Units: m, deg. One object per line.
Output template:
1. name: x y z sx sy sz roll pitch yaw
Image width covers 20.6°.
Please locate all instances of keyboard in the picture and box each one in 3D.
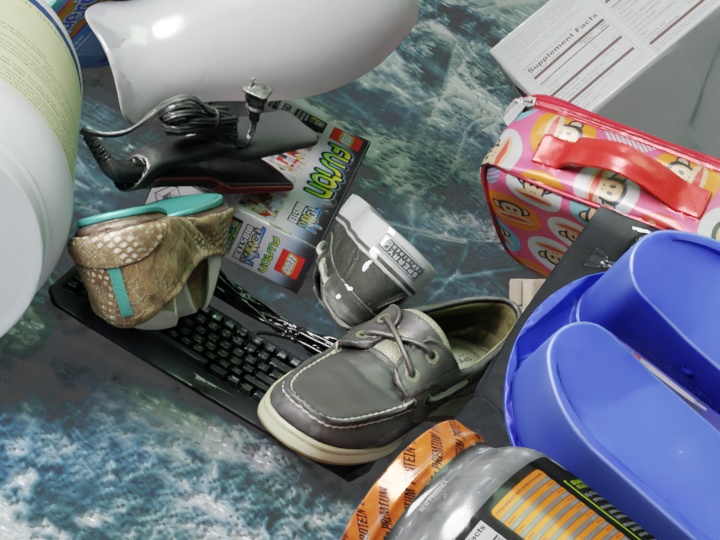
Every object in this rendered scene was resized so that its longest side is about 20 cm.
1. keyboard: -0.065 0.040 1.101 0.199 0.021 0.127 31 25 5

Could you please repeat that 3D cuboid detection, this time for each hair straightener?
1. hair straightener: -0.087 -0.083 1.142 0.041 0.077 0.199 41 22 27

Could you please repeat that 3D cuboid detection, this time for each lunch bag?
1. lunch bag: 0.175 -0.035 1.290 0.199 0.082 0.176 23 -18 25

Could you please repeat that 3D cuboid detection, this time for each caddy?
1. caddy: 0.163 0.078 0.962 0.200 0.105 0.141 42 70 10

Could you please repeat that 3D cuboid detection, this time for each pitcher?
1. pitcher: -0.072 -0.164 1.289 0.199 0.122 0.172 -21 8 -4

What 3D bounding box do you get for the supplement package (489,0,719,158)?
1. supplement package: 0.214 -0.121 1.438 0.111 0.155 0.200 52 2 43

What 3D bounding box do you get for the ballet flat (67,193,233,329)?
1. ballet flat: -0.108 -0.003 1.047 0.070 0.066 0.200 -10 4 12

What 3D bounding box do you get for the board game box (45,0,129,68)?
1. board game box: -0.150 -0.194 1.306 0.045 0.152 0.200 56 31 11

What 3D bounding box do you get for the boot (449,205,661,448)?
1. boot: 0.144 0.078 1.057 0.164 0.066 0.200 34 62 15

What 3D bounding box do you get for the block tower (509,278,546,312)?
1. block tower: 0.184 0.029 1.213 0.058 0.055 0.199 1 -2 -43

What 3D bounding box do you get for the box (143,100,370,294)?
1. box: -0.063 -0.061 1.280 0.109 0.035 0.200 27 25 -1

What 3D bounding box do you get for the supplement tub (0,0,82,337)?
1. supplement tub: -0.213 -0.058 0.990 0.144 0.146 0.200 20 25 -16

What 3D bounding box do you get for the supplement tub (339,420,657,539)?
1. supplement tub: 0.090 0.164 0.894 0.200 0.123 0.122 37 27 21

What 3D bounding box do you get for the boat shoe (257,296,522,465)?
1. boat shoe: 0.021 0.049 1.069 0.072 0.066 0.200 40 28 24

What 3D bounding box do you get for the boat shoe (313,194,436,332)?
1. boat shoe: 0.000 0.000 1.178 0.071 0.064 0.200 44 1 -1
